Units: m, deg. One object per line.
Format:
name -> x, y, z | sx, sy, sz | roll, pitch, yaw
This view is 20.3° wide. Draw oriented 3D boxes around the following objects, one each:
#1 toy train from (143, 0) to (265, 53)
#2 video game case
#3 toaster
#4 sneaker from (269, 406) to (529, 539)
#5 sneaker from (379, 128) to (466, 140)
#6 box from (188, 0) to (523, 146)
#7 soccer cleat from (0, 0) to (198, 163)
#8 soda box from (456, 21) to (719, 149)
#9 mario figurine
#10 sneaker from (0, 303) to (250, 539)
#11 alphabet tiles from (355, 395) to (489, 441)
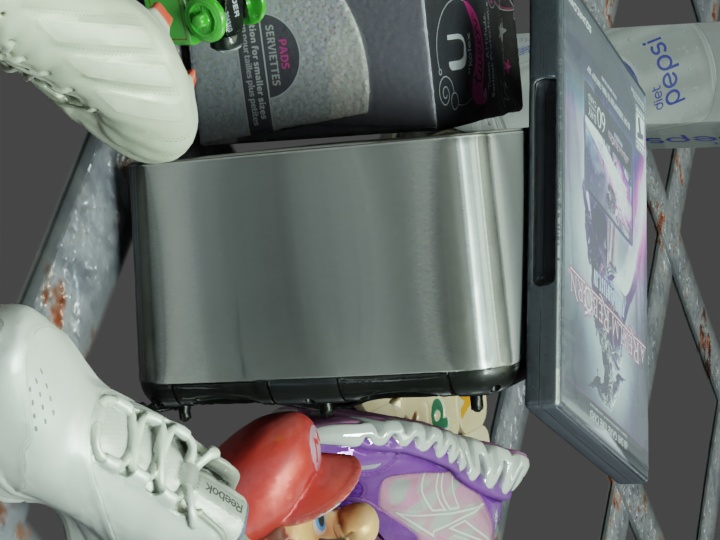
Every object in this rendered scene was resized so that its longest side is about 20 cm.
toy train -> -0.085, -0.192, 0.879 | 0.042, 0.056, 0.201 | -31, 118, -46
video game case -> 0.105, -0.016, 0.915 | 0.143, 0.019, 0.201 | 39, 48, -60
toaster -> 0.000, 0.000, 0.916 | 0.200, 0.180, 0.119 | -14, 98, -67
sneaker -> 0.018, 0.122, 1.058 | 0.200, 0.080, 0.089 | 23, 79, -53
sneaker -> 0.085, -0.055, 1.195 | 0.200, 0.106, 0.075 | -6, 94, -66
box -> -0.010, -0.165, 0.953 | 0.115, 0.132, 0.201 | -18, 104, -63
soccer cleat -> -0.131, -0.101, 0.767 | 0.200, 0.069, 0.078 | 56, 44, -40
soda box -> 0.154, -0.111, 1.239 | 0.068, 0.199, 0.064 | 23, 69, -64
mario figurine -> -0.020, 0.158, 0.929 | 0.106, 0.123, 0.201 | -22, 118, -38
sneaker -> -0.093, 0.079, 0.808 | 0.200, 0.087, 0.075 | 59, 38, -47
alphabet tiles -> 0.035, 0.088, 1.188 | 0.196, 0.015, 0.201 | -18, 106, -66
